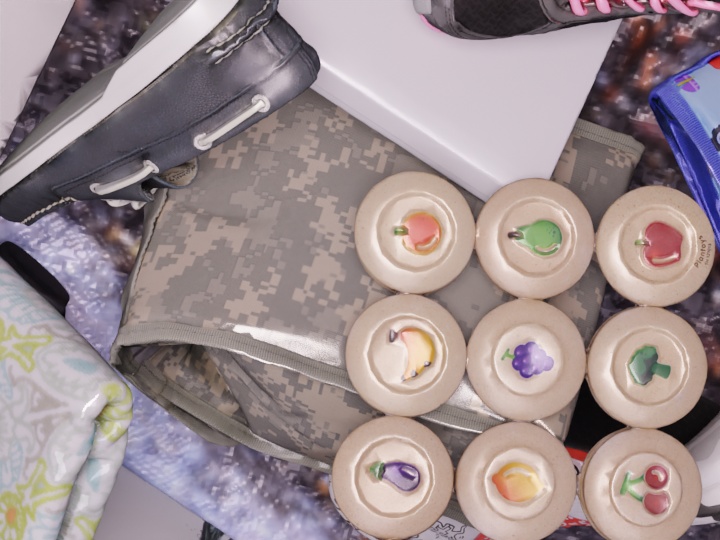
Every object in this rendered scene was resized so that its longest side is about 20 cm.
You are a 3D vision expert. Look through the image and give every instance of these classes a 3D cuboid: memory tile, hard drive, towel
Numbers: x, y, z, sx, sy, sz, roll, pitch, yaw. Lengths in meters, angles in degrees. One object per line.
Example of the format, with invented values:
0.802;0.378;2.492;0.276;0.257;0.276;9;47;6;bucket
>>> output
0.066;0.061;1.129;0.153;0.017;0.200;4;86;-6;memory tile
0.010;-0.127;1.170;0.200;0.132;0.027;33;148;-10;hard drive
-0.181;0.092;1.251;0.048;0.171;0.200;-3;121;-45;towel

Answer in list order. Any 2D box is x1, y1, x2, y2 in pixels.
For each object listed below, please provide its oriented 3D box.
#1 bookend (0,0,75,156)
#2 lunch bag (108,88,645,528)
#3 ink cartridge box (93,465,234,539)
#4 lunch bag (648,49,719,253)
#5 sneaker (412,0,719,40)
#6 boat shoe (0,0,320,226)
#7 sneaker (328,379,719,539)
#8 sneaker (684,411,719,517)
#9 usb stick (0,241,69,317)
-0.203;-0.162;1.144;0.199;0.092;0.200;25;93;-11;bookend
0.000;0.000;1.207;0.200;0.164;0.118;20;153;-6;lunch bag
-0.125;0.185;1.369;0.200;0.083;0.147;34;115;-14;ink cartridge box
0.225;-0.037;1.182;0.150;0.094;0.200;-27;87;-12;lunch bag
0.119;-0.131;1.138;0.200;0.095;0.079;-17;125;-22;sneaker
-0.090;-0.056;1.142;0.060;0.076;0.200;44;144;-11;boat shoe
0.085;0.098;1.326;0.201;0.067;0.108;11;144;-20;sneaker
0.196;0.015;1.260;0.200;0.076;0.115;-38;100;0;sneaker
-0.218;0.064;1.339;0.055;0.033;0.200;42;112;-12;usb stick
